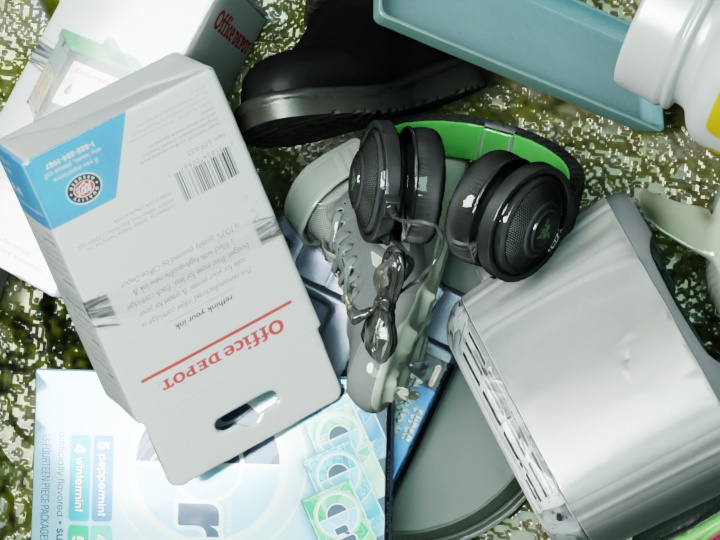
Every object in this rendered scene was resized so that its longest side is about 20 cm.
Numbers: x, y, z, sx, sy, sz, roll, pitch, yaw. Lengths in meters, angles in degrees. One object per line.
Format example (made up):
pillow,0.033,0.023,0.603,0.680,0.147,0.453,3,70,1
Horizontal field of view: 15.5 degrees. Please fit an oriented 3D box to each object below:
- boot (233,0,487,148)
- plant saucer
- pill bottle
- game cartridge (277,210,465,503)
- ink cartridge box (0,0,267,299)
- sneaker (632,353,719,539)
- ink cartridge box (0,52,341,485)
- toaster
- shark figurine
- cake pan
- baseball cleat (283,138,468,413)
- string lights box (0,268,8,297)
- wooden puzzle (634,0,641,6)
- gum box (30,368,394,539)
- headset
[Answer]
boot,-0.020,-0.156,1.477,0.079,0.211,0.158,-18,90,32
plant saucer,0.088,-0.135,1.486,0.199,0.019,0.070,19,55,-28
pill bottle,0.244,-0.098,1.408,0.200,0.114,0.115,28,90,11
game cartridge,-0.028,0.082,1.505,0.129,0.038,0.201,25,90,10
ink cartridge box,-0.143,-0.086,1.502,0.084,0.146,0.200,28,90,7
sneaker,0.220,0.090,1.508,0.084,0.077,0.200,39,88,23
ink cartridge box,-0.101,0.000,1.414,0.116,0.067,0.201,-28,112,-16
toaster,0.135,0.068,1.439,0.129,0.114,0.200,-29,68,5
shark figurine,0.239,-0.048,1.498,0.128,0.090,0.215,31,79,10
cake pan,0.023,0.065,1.536,0.199,0.037,0.201,0,87,5
baseball cleat,0.000,0.000,1.450,0.106,0.200,0.070,16,129,6
string lights box,-0.287,0.080,1.551,0.102,0.059,0.201,16,89,4
wooden puzzle,0.217,-0.195,1.472,0.200,0.037,0.185,-38,84,41
gum box,-0.082,0.142,1.470,0.199,0.045,0.171,1,87,6
headset,0.045,-0.025,1.399,0.123,0.200,0.094,16,114,13
